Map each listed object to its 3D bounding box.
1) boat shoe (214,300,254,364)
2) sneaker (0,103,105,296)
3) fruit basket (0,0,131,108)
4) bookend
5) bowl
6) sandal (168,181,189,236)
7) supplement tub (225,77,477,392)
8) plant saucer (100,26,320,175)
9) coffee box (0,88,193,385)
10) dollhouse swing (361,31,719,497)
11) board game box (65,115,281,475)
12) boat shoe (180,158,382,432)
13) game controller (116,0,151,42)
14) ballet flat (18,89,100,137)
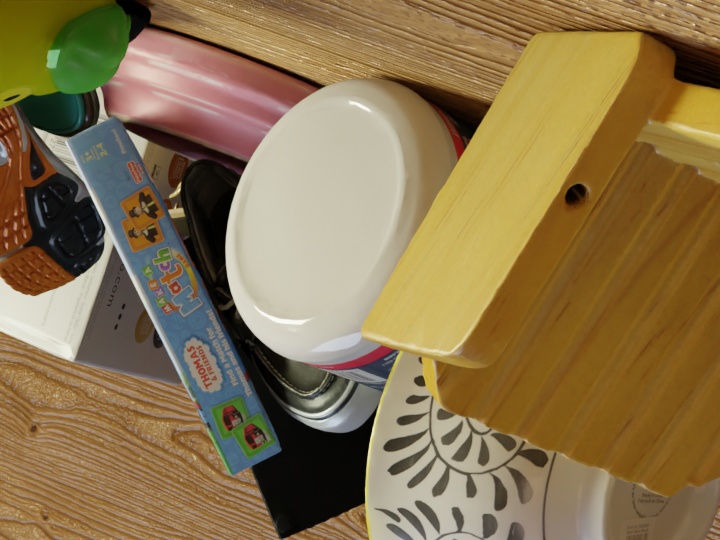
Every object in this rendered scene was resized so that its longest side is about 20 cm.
[{"bbox_3d":[0.000,0.000,1.080,0.072,0.199,0.068,-14,-108,-57],"label":"boat shoe"},{"bbox_3d":[-0.215,-0.070,1.074,0.092,0.075,0.201,57,173,41],"label":"sneaker"},{"bbox_3d":[-0.209,-0.112,0.768,0.215,0.156,0.216,37,172,6],"label":"fruit basket"},{"bbox_3d":[-0.059,0.074,1.240,0.091,0.200,0.200,-22,175,-9],"label":"bookend"},{"bbox_3d":[0.105,0.090,0.834,0.200,0.203,0.094,23,174,-43],"label":"bowl"},{"bbox_3d":[-0.066,-0.069,1.258,0.210,0.070,0.078,-5,171,18],"label":"sandal"},{"bbox_3d":[0.043,-0.001,0.915,0.140,0.142,0.199,17,176,45],"label":"supplement tub"},{"bbox_3d":[-0.070,-0.085,1.056,0.199,0.051,0.201,21,177,1],"label":"plant saucer"},{"bbox_3d":[-0.226,-0.045,1.399,0.198,0.201,0.198,19,177,20],"label":"coffee box"},{"bbox_3d":[0.145,0.028,0.618,0.199,0.183,0.176,23,-164,-30],"label":"dollhouse swing"},{"bbox_3d":[-0.107,0.013,1.040,0.151,0.036,0.201,-174,59,-84],"label":"board game box"},{"bbox_3d":[-0.055,0.013,1.010,0.071,0.072,0.200,32,-164,-44],"label":"boat shoe"},{"bbox_3d":[-0.186,-0.146,0.964,0.103,0.043,0.200,6,-175,-29],"label":"game controller"},{"bbox_3d":[-0.215,-0.137,1.119,0.199,0.068,0.063,22,-147,34],"label":"ballet flat"}]
